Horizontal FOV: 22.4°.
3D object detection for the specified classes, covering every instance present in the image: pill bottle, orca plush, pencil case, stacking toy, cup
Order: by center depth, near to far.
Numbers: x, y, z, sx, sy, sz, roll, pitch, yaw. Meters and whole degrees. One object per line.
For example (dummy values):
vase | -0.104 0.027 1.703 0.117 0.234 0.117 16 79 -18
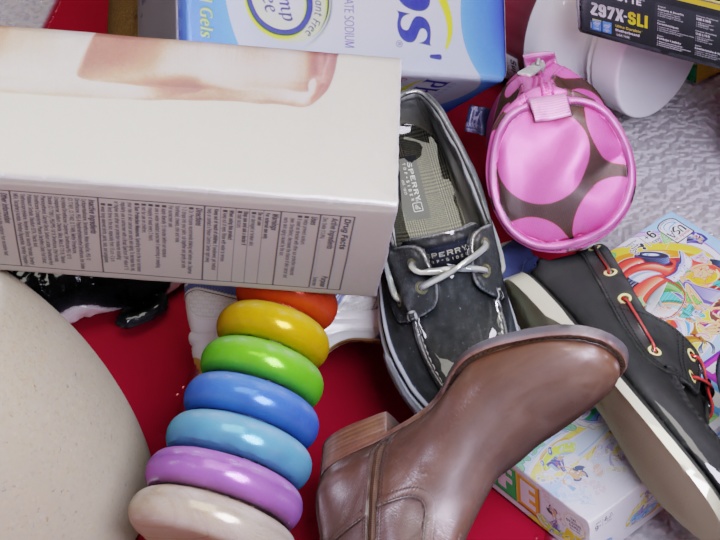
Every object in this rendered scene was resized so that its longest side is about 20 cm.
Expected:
stacking toy | -0.047 0.048 0.917 0.085 0.085 0.200 10 68 19
cup | -0.217 0.072 0.921 0.200 0.143 0.200 -4 42 4
pencil case | 0.106 -0.069 1.011 0.091 0.094 0.200 1 11 2
orca plush | -0.176 -0.019 1.070 0.200 0.071 0.105 -8 41 -1
pill bottle | 0.117 -0.176 1.175 0.113 0.113 0.200 -36 49 -29

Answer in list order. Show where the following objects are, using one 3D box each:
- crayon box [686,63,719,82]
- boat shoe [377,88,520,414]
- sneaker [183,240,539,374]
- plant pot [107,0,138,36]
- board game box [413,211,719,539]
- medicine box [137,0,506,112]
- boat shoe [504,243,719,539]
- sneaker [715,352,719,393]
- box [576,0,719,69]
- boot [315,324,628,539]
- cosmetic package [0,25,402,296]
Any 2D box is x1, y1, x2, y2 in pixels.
crayon box | 0.282 -0.218 1.195 0.200 0.119 0.058 -25 44 -19
boat shoe | 0.038 -0.002 0.931 0.072 0.071 0.200 -15 64 -9
sneaker | 0.000 0.000 0.998 0.200 0.075 0.088 -13 83 -9
plant pot | -0.088 -0.179 1.181 0.186 0.186 0.200 8 59 17
board game box | 0.146 0.056 0.970 0.200 0.034 0.134 -32 48 -26
medicine box | -0.025 -0.193 1.069 0.200 0.103 0.182 1 82 -21
boat shoe | 0.141 0.054 0.891 0.063 0.074 0.201 -25 40 -8
sneaker | 0.269 0.072 0.893 0.200 0.066 0.078 20 25 1
box | 0.246 -0.171 1.025 0.200 0.049 0.160 20 47 27
boot | 0.047 0.138 0.807 0.186 0.064 0.200 -33 36 34
cosmetic package | -0.084 -0.051 0.871 0.200 0.103 0.087 5 63 -5
